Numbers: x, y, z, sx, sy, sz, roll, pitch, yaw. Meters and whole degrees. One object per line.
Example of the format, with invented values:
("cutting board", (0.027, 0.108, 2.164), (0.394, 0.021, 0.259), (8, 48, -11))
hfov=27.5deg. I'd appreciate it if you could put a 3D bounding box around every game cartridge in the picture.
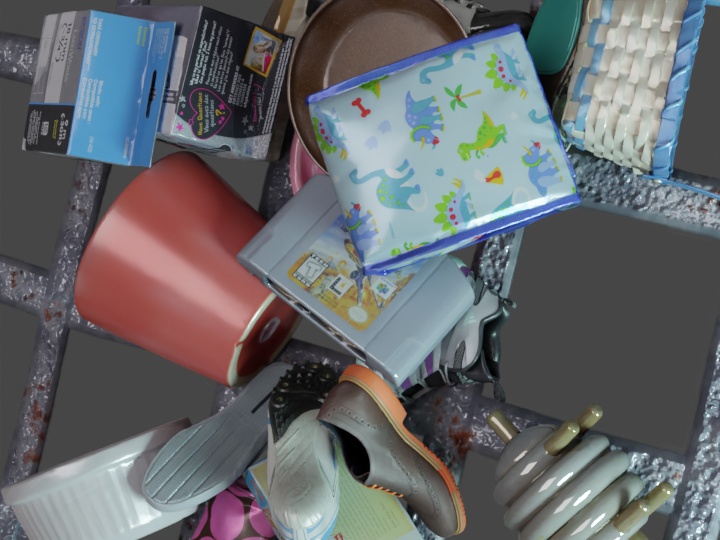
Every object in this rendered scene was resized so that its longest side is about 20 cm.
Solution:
("game cartridge", (0.000, 0.000, 1.368), (0.200, 0.042, 0.133), (36, 74, 18))

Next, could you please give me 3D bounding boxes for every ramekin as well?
("ramekin", (-0.251, 0.226, 1.487), (0.201, 0.202, 0.095), (-23, 88, 23))

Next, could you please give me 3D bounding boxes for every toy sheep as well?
("toy sheep", (0.185, 0.197, 1.297), (0.138, 0.138, 0.200), (-45, 71, 16))

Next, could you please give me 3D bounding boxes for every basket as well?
("basket", (0.284, -0.159, 1.279), (0.199, 0.139, 0.177), (16, 89, 17))

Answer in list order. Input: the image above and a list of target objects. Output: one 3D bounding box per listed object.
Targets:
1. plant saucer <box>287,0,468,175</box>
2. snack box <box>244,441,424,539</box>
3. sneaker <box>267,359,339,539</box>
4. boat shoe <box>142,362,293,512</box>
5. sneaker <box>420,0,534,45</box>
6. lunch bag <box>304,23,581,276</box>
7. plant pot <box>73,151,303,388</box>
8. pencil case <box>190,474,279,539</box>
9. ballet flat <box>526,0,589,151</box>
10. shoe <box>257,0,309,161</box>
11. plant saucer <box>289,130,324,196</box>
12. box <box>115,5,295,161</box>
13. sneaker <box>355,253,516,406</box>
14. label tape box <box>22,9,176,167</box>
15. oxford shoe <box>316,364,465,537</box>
("plant saucer", (0.026, -0.172, 1.396), (0.199, 0.037, 0.202), (4, 98, 26))
("snack box", (-0.013, 0.251, 1.408), (0.116, 0.037, 0.201), (-24, 68, -22))
("sneaker", (-0.053, 0.173, 1.390), (0.071, 0.073, 0.201), (1, 49, 2))
("boat shoe", (-0.127, 0.175, 1.442), (0.200, 0.067, 0.074), (-37, 66, -24))
("sneaker", (0.075, -0.255, 1.430), (0.199, 0.074, 0.089), (1, 87, 27))
("lunch bag", (0.075, -0.104, 1.292), (0.199, 0.127, 0.171), (-21, 88, 10))
("plant pot", (-0.155, 0.011, 1.468), (0.177, 0.200, 0.201), (34, 100, 15))
("pencil case", (-0.141, 0.299, 1.480), (0.093, 0.091, 0.201), (30, 96, 33))
("ballet flat", (0.182, -0.171, 1.372), (0.074, 0.074, 0.201), (21, 94, 27))
("shoe", (-0.084, -0.209, 1.524), (0.070, 0.053, 0.201), (-160, 88, -71))
("plant saucer", (0.027, -0.109, 1.454), (0.199, 0.051, 0.202), (-3, 83, 28))
("box", (-0.175, -0.191, 1.485), (0.200, 0.114, 0.133), (16, 92, 57))
("sneaker", (0.075, 0.097, 1.392), (0.140, 0.078, 0.201), (33, 100, 27))
("label tape box", (-0.263, -0.181, 1.453), (0.200, 0.063, 0.145), (11, 91, 58))
("oxford shoe", (0.026, 0.183, 1.365), (0.071, 0.073, 0.200), (-7, 124, 55))
